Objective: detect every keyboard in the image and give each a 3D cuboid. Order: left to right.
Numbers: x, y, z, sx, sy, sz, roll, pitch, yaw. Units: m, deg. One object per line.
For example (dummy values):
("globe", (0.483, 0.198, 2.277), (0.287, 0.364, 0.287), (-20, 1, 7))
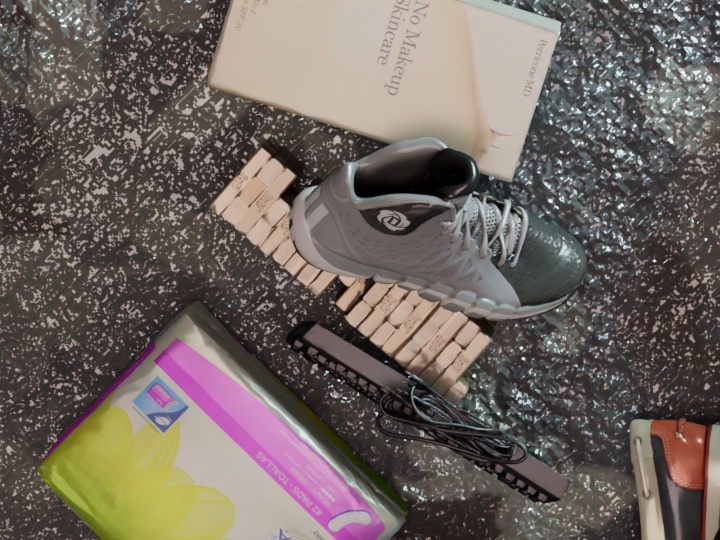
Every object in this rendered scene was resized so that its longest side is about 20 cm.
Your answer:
("keyboard", (0.036, 0.099, 1.533), (0.200, 0.104, 0.040), (31, 76, 0))

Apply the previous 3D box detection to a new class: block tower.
("block tower", (0.000, 0.000, 1.545), (0.200, 0.054, 0.058), (41, 101, -3))

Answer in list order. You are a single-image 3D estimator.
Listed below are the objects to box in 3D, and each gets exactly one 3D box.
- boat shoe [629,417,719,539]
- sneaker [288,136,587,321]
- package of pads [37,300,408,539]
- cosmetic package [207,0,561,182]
("boat shoe", (0.199, 0.193, 1.553), (0.063, 0.071, 0.200), (4, 98, 10))
("sneaker", (0.066, -0.028, 1.476), (0.200, 0.115, 0.075), (8, 63, -21))
("package of pads", (-0.092, 0.144, 1.571), (0.200, 0.068, 0.155), (44, 100, -3))
("cosmetic package", (0.016, -0.135, 1.512), (0.200, 0.073, 0.104), (17, 101, 3))
